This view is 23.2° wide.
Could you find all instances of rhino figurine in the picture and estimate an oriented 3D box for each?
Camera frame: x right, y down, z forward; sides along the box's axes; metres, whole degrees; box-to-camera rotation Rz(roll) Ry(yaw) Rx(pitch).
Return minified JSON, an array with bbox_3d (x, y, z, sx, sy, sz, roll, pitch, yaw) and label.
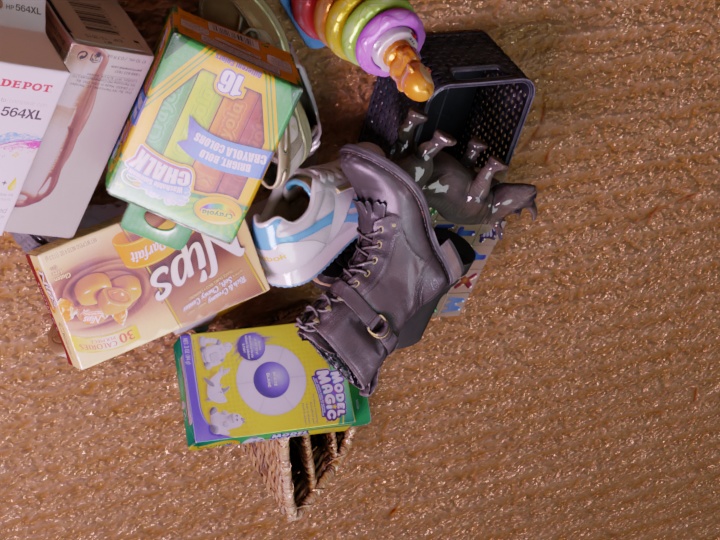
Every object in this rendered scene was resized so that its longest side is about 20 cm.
[{"bbox_3d":[0.104,-0.087,1.764,0.200,0.060,0.088,23,113,-35],"label":"rhino figurine"}]

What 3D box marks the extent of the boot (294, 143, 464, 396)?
[{"bbox_3d":[0.000,0.000,1.680,0.174,0.069,0.200,-45,113,-20],"label":"boot"}]

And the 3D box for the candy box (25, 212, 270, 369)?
[{"bbox_3d":[-0.197,0.001,1.644,0.199,0.055,0.116,-24,103,-21],"label":"candy box"}]

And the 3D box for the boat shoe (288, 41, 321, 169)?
[{"bbox_3d":[-0.070,-0.142,1.731,0.071,0.070,0.200,-23,139,-17],"label":"boat shoe"}]

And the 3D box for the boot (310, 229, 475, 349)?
[{"bbox_3d":[0.015,0.034,1.815,0.199,0.078,0.139,-2,134,-34],"label":"boot"}]

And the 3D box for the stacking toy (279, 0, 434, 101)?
[{"bbox_3d":[0.015,-0.221,1.613,0.110,0.200,0.116,-35,140,-1],"label":"stacking toy"}]

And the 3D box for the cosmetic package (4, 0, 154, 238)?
[{"bbox_3d":[-0.272,-0.140,1.558,0.087,0.103,0.200,5,124,-38],"label":"cosmetic package"}]

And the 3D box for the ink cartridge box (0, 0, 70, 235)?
[{"bbox_3d":[-0.344,-0.148,1.475,0.128,0.125,0.200,4,127,-39],"label":"ink cartridge box"}]

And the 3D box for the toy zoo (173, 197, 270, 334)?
[{"bbox_3d":[-0.126,-0.004,1.802,0.131,0.020,0.200,-28,159,-50],"label":"toy zoo"}]

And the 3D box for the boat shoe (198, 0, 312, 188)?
[{"bbox_3d":[-0.103,-0.174,1.625,0.073,0.063,0.201,-5,120,24],"label":"boat shoe"}]

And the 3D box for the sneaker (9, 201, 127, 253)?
[{"bbox_3d":[-0.251,-0.032,1.695,0.199,0.074,0.087,24,75,-25],"label":"sneaker"}]

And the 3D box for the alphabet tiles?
[{"bbox_3d":[0.079,-0.027,1.861,0.167,0.008,0.200,-1,129,-36],"label":"alphabet tiles"}]

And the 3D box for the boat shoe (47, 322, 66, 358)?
[{"bbox_3d":[-0.225,0.027,1.780,0.200,0.074,0.069,-39,135,2],"label":"boat shoe"}]

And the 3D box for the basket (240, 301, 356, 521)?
[{"bbox_3d":[-0.056,0.157,1.977,0.142,0.149,0.200,-22,138,-18],"label":"basket"}]

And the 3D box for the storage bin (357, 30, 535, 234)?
[{"bbox_3d":[0.081,-0.139,1.830,0.135,0.094,0.201,-8,132,-31],"label":"storage bin"}]

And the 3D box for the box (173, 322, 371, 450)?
[{"bbox_3d":[-0.088,0.117,1.833,0.199,0.118,0.048,-6,166,-19],"label":"box"}]

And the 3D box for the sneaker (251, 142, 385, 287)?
[{"bbox_3d":[-0.034,-0.072,1.728,0.200,0.076,0.081,-51,136,-39],"label":"sneaker"}]

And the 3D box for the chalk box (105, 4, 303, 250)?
[{"bbox_3d":[-0.148,-0.110,1.552,0.124,0.124,0.201,21,106,-13],"label":"chalk box"}]
